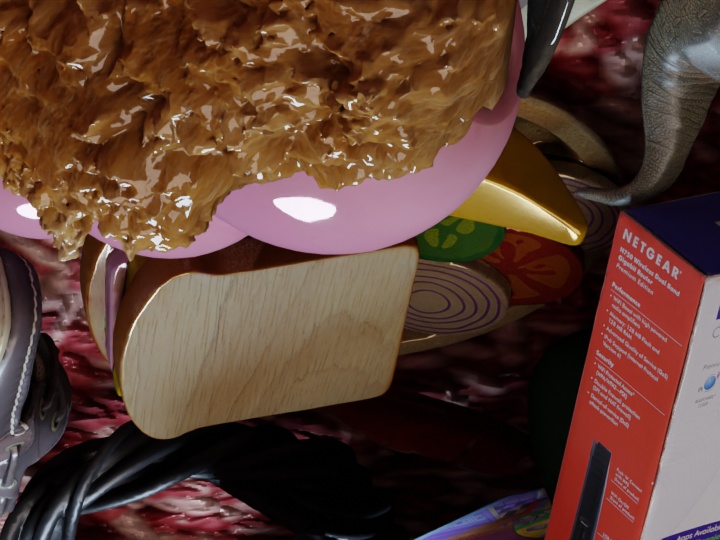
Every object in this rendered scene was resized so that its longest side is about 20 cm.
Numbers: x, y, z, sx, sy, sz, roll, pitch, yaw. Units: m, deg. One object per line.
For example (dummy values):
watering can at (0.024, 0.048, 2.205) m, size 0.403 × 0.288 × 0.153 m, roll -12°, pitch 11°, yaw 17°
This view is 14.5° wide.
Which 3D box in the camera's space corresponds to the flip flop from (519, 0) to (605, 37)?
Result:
flip flop at (0.080, -0.109, 0.876) m, size 0.081 × 0.058 × 0.200 m, roll 17°, pitch 141°, yaw -33°

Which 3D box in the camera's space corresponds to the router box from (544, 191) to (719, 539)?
router box at (0.165, 0.052, 1.030) m, size 0.200 × 0.049 × 0.180 m, roll -12°, pitch 126°, yaw -33°

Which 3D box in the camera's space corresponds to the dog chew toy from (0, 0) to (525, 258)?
dog chew toy at (-0.051, -0.059, 0.877) m, size 0.200 × 0.125 × 0.124 m, roll -11°, pitch 151°, yaw 31°

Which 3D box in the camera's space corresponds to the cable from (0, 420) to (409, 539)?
cable at (-0.067, 0.117, 1.204) m, size 0.163 × 0.051 × 0.200 m, roll -14°, pitch 151°, yaw 9°

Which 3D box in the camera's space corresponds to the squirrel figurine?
squirrel figurine at (-0.049, -0.108, 0.728) m, size 0.186 × 0.201 × 0.142 m, roll 6°, pitch 158°, yaw 3°

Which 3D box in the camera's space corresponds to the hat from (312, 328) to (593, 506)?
hat at (0.088, 0.040, 1.155) m, size 0.200 × 0.176 × 0.166 m, roll -4°, pitch 134°, yaw -57°

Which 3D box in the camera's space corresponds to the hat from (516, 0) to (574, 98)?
hat at (0.089, -0.134, 0.711) m, size 0.081 × 0.201 × 0.201 m, roll 6°, pitch 148°, yaw 3°

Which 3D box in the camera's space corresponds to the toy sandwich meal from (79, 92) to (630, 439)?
toy sandwich meal at (0.000, 0.000, 1.022) m, size 0.205 × 0.070 × 0.205 m, roll -5°, pitch 148°, yaw -3°

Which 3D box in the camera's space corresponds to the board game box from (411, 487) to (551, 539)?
board game box at (0.045, 0.156, 1.265) m, size 0.200 × 0.039 × 0.158 m, roll -27°, pitch 157°, yaw 17°

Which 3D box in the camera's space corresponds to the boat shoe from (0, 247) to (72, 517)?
boat shoe at (-0.142, 0.045, 1.071) m, size 0.065 × 0.072 × 0.200 m, roll -1°, pitch 152°, yaw -20°

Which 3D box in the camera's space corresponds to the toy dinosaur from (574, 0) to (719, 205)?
toy dinosaur at (0.146, -0.089, 0.927) m, size 0.200 × 0.077 × 0.102 m, roll -22°, pitch 134°, yaw 30°
